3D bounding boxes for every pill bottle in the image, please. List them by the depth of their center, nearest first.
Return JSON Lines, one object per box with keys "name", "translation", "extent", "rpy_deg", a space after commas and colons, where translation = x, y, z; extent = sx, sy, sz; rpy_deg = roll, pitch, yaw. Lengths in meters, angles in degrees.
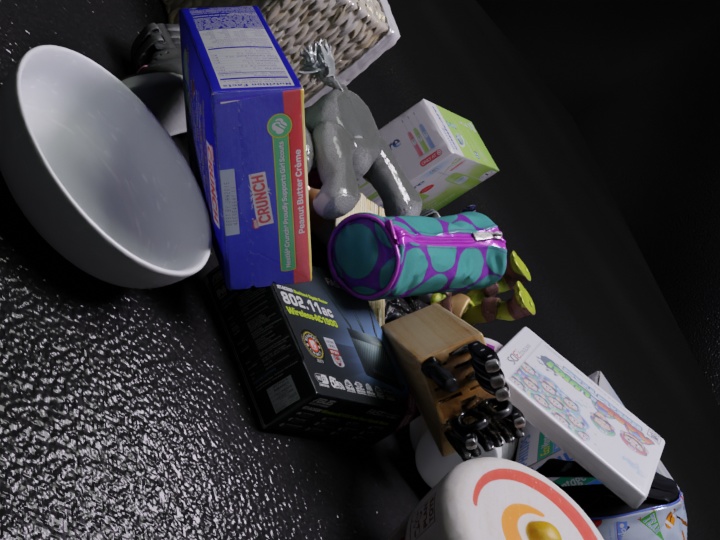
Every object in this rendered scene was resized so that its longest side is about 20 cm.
{"name": "pill bottle", "translation": [0.111, 0.152, 1.213], "extent": [0.112, 0.112, 0.200], "rpy_deg": [54, 19, -9]}

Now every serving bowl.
{"name": "serving bowl", "translation": [-0.200, -0.066, 0.869], "extent": [0.200, 0.066, 0.200], "rpy_deg": [48, 20, -24]}

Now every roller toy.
{"name": "roller toy", "translation": [0.113, 0.252, 0.951], "extent": [0.200, 0.140, 0.183], "rpy_deg": [-2, 48, -48]}

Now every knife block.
{"name": "knife block", "translation": [0.078, 0.080, 1.036], "extent": [0.176, 0.064, 0.200], "rpy_deg": [81, -14, -56]}

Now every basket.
{"name": "basket", "translation": [-0.099, -0.293, 1.291], "extent": [0.161, 0.200, 0.199], "rpy_deg": [25, 36, -48]}

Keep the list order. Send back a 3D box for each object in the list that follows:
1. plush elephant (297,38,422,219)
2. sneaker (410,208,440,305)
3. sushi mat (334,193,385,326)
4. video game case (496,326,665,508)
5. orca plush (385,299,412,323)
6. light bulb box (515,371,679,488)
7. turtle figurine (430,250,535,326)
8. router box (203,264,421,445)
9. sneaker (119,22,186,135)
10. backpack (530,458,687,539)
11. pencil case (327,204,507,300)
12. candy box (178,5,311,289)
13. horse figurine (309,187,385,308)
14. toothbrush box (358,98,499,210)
{"name": "plush elephant", "translation": [-0.063, -0.109, 1.172], "extent": [0.165, 0.155, 0.201], "rpy_deg": [-10, 75, -60]}
{"name": "sneaker", "translation": [0.077, -0.010, 1.396], "extent": [0.116, 0.075, 0.200], "rpy_deg": [62, -2, -10]}
{"name": "sushi mat", "translation": [0.000, 0.000, 1.244], "extent": [0.096, 0.012, 0.201], "rpy_deg": [34, 47, -44]}
{"name": "video game case", "translation": [0.224, 0.146, 1.214], "extent": [0.200, 0.024, 0.182], "rpy_deg": [40, 20, 10]}
{"name": "orca plush", "translation": [0.103, 0.080, 1.371], "extent": [0.200, 0.071, 0.105], "rpy_deg": [50, 20, -19]}
{"name": "light bulb box", "translation": [0.304, 0.267, 1.483], "extent": [0.200, 0.125, 0.198], "rpy_deg": [55, 19, -8]}
{"name": "turtle figurine", "translation": [0.104, 0.050, 1.246], "extent": [0.065, 0.161, 0.200], "rpy_deg": [59, 22, -22]}
{"name": "router box", "translation": [-0.039, 0.071, 1.050], "extent": [0.200, 0.062, 0.150], "rpy_deg": [23, 37, -59]}
{"name": "sneaker", "translation": [-0.193, -0.180, 1.084], "extent": [0.099, 0.071, 0.200], "rpy_deg": [45, 24, 11]}
{"name": "backpack", "translation": [0.250, 0.284, 1.227], "extent": [0.200, 0.190, 0.155], "rpy_deg": [-18, 92, -70]}
{"name": "pencil case", "translation": [0.060, -0.018, 1.137], "extent": [0.200, 0.092, 0.085], "rpy_deg": [-5, 69, -51]}
{"name": "candy box", "translation": [-0.098, -0.107, 0.963], "extent": [0.200, 0.077, 0.170], "rpy_deg": [-115, -158, -56]}
{"name": "horse figurine", "translation": [-0.025, -0.062, 1.301], "extent": [0.200, 0.050, 0.133], "rpy_deg": [58, 30, -24]}
{"name": "toothbrush box", "translation": [0.077, -0.138, 1.542], "extent": [0.086, 0.145, 0.200], "rpy_deg": [62, 19, 14]}
